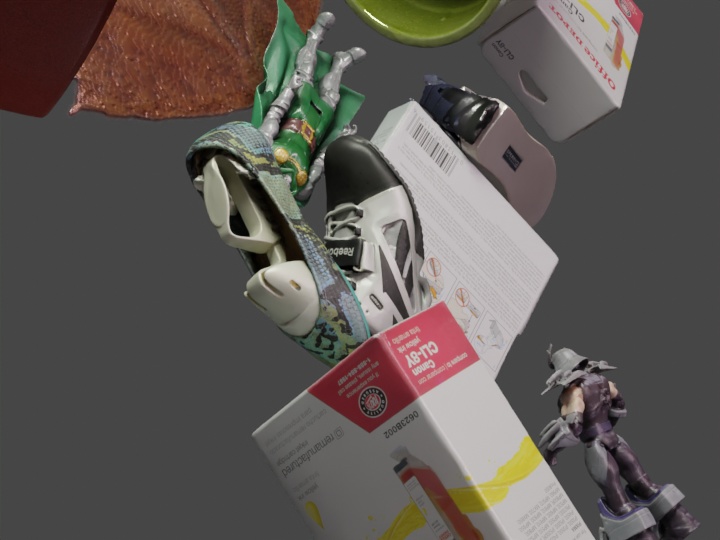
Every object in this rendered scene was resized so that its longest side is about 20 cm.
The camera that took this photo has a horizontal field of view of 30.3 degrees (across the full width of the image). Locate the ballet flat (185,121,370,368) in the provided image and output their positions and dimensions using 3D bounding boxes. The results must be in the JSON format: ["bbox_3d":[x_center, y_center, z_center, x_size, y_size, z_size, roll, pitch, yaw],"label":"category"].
[{"bbox_3d":[-0.065,-0.012,0.939,0.074,0.074,0.202,-12,66,-52],"label":"ballet flat"}]

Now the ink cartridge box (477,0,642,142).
[{"bbox_3d":[0.217,-0.254,1.413,0.145,0.083,0.201,46,39,-18],"label":"ink cartridge box"}]

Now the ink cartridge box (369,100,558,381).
[{"bbox_3d":[0.062,-0.009,1.108,0.200,0.043,0.175,45,58,-20],"label":"ink cartridge box"}]

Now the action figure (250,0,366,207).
[{"bbox_3d":[-0.045,-0.119,1.049,0.118,0.054,0.202,42,43,-27],"label":"action figure"}]

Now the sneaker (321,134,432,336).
[{"bbox_3d":[0.000,0.000,0.987,0.088,0.074,0.203,-16,88,-39],"label":"sneaker"}]

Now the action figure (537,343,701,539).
[{"bbox_3d":[0.209,0.154,1.152,0.129,0.069,0.202,-13,72,-45],"label":"action figure"}]

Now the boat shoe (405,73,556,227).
[{"bbox_3d":[0.111,-0.111,1.211,0.092,0.075,0.200,33,-9,31],"label":"boat shoe"}]

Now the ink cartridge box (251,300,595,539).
[{"bbox_3d":[0.042,0.148,0.869,0.083,0.145,0.201,-23,77,-53],"label":"ink cartridge box"}]

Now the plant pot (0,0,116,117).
[{"bbox_3d":[-0.237,-0.237,0.795,0.198,0.175,0.203,8,60,-47],"label":"plant pot"}]

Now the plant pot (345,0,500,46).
[{"bbox_3d":[0.092,-0.329,1.202,0.201,0.199,0.190,56,44,-4],"label":"plant pot"}]
